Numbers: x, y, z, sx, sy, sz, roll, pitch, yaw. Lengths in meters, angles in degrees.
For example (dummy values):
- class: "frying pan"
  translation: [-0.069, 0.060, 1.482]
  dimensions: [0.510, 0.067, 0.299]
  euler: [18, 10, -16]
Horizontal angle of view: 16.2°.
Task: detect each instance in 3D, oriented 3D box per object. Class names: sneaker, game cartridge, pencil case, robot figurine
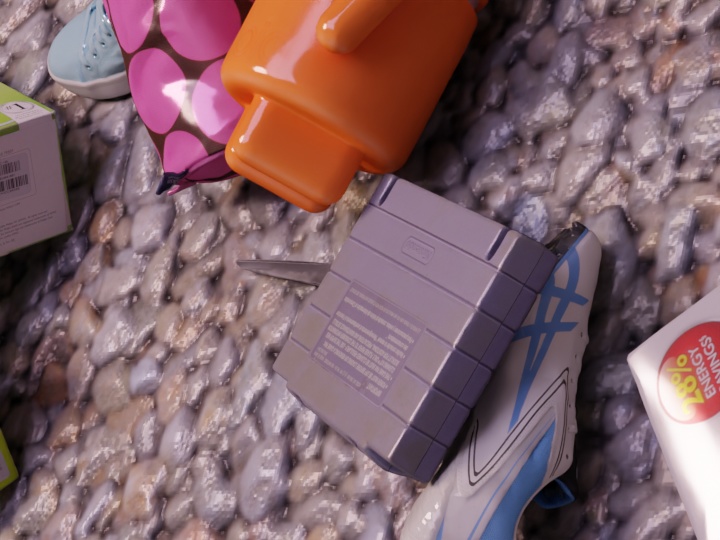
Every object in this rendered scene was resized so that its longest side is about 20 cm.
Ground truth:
- class: "sneaker"
  translation: [0.080, 0.068, 1.226]
  dimensions: [0.201, 0.072, 0.072]
  euler: [-67, 10, -26]
- class: "game cartridge"
  translation: [0.023, 0.026, 1.266]
  dimensions: [0.130, 0.038, 0.200]
  euler: [-63, 21, 2]
- class: "pencil case"
  translation: [-0.109, -0.147, 1.460]
  dimensions: [0.093, 0.090, 0.201]
  euler: [-26, 81, 49]
- class: "robot figurine"
  translation: [0.001, -0.132, 1.373]
  dimensions: [0.116, 0.144, 0.201]
  euler: [21, 79, 32]
- class: "sneaker"
  translation: [-0.138, -0.169, 1.571]
  dimensions: [0.199, 0.082, 0.074]
  euler: [-20, 53, 38]

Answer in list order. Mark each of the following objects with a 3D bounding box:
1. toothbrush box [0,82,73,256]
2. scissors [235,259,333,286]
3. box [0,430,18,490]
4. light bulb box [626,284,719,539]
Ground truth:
- class: "toothbrush box"
  translation: [-0.296, -0.069, 1.619]
  dimensions: [0.200, 0.145, 0.087]
  euler: [27, 130, 52]
- class: "scissors"
  translation: [0.000, 0.000, 1.383]
  dimensions: [0.200, 0.014, 0.073]
  euler: [31, 92, 52]
- class: "box"
  translation: [-0.301, 0.073, 1.575]
  dimensions: [0.048, 0.123, 0.199]
  euler: [-34, 27, -33]
- class: "light bulb box"
  translation: [0.228, 0.102, 0.932]
  dimensions: [0.125, 0.199, 0.199]
  euler: [-40, 44, 23]
